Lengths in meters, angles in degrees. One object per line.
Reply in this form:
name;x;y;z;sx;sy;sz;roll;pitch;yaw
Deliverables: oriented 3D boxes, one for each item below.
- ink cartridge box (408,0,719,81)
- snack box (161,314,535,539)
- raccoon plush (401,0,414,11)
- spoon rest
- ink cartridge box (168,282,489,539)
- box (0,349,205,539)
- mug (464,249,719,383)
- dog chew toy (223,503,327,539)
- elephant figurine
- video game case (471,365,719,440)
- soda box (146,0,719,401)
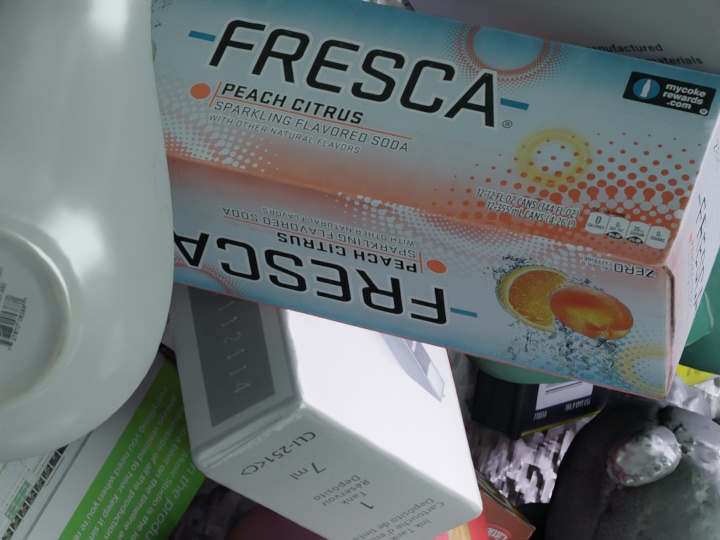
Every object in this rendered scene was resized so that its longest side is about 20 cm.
ink cartridge box;0.065;-0.170;0.750;0.147;0.145;0.200;-54;127;-28
snack box;-0.019;0.038;0.944;0.024;0.072;0.200;-49;136;2
raccoon plush;0.007;-0.110;0.916;0.097;0.134;0.200;-14;118;-54
spoon rest;-0.080;-0.039;0.721;0.099;0.061;0.200;20;113;-9
ink cartridge box;0.000;0.000;0.898;0.176;0.045;0.200;35;34;-47
box;-0.131;0.049;0.847;0.200;0.036;0.144;51;60;-40
mug;0.128;-0.025;1.005;0.152;0.114;0.185;30;83;-52
dog chew toy;-0.030;0.143;0.885;0.200;0.124;0.125;-61;139;-46
elephant figurine;0.095;0.147;1.059;0.155;0.142;0.200;29;104;-16
video game case;0.121;-0.046;1.101;0.181;0.025;0.200;-12;116;-47
soda box;-0.003;-0.029;0.775;0.064;0.200;0.068;83;26;-54
